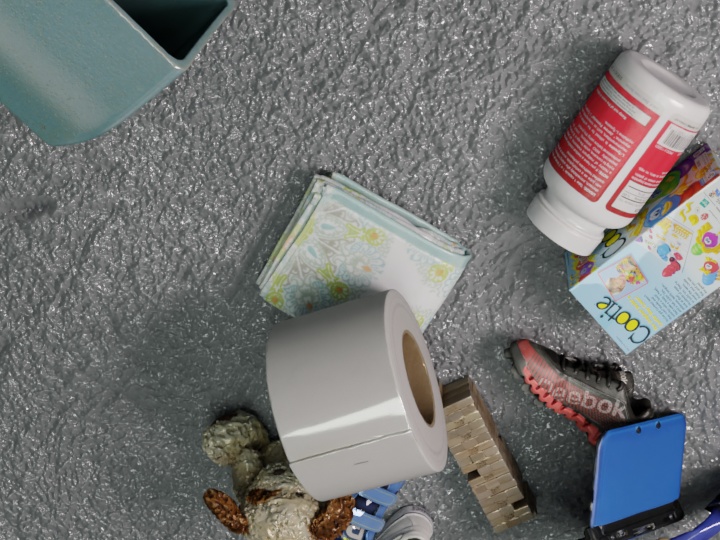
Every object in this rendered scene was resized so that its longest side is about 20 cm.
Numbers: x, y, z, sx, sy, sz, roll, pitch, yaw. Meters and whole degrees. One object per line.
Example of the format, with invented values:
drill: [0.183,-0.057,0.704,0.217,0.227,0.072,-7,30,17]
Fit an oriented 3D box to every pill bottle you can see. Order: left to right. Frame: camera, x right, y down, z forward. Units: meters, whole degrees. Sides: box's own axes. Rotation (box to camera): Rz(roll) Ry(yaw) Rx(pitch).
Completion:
pill bottle: [0.264,-0.119,1.411,0.112,0.112,0.201,30,113,-8]

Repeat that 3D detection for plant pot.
plant pot: [-0.281,-0.243,1.370,0.196,0.197,0.200,42,120,-13]

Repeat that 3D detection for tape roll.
tape roll: [-0.001,0.134,1.451,0.138,0.203,0.204,-16,111,13]

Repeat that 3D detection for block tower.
block tower: [0.146,0.219,1.601,0.058,0.054,0.201,-26,109,14]

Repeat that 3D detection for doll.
doll: [0.431,0.273,1.564,0.199,0.137,0.049,-36,71,-9]

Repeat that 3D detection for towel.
towel: [0.000,0.000,1.524,0.199,0.048,0.172,29,116,-8]

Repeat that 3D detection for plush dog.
plush dog: [-0.091,0.263,1.575,0.198,0.172,0.162,-2,114,5]

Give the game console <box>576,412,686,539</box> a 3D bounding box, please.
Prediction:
game console: [0.282,0.257,1.552,0.170,0.199,0.119,-31,71,38]

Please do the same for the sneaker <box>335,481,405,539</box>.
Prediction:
sneaker: [0.003,0.282,1.623,0.074,0.082,0.201,26,113,-13]

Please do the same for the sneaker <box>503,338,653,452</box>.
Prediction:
sneaker: [0.256,0.132,1.544,0.200,0.071,0.098,39,112,-14]

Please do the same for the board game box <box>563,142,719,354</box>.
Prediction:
board game box: [0.330,-0.024,1.451,0.200,0.103,0.105,-39,105,19]

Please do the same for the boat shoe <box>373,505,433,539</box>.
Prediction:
boat shoe: [0.023,0.381,1.675,0.072,0.066,0.200,38,111,-12]
